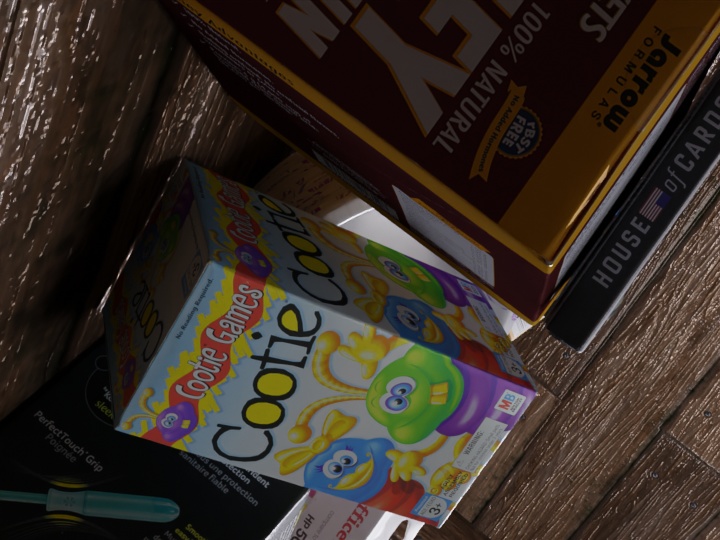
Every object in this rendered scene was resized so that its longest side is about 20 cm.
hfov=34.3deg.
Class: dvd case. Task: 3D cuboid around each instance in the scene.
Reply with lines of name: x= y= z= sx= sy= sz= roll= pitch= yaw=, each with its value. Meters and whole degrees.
dvd case: x=0.153 y=-0.049 z=0.560 sx=0.152 sy=0.025 sz=0.200 roll=-59 pitch=170 yaw=20

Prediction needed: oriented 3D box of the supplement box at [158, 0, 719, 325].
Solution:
supplement box: x=0.036 y=-0.098 z=0.492 sx=0.134 sy=0.196 sz=0.200 roll=-53 pitch=170 yaw=-3

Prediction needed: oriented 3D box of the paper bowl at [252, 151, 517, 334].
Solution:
paper bowl: x=0.000 y=0.000 z=0.746 sx=0.197 sy=0.105 sz=0.203 roll=-14 pitch=131 yaw=-16

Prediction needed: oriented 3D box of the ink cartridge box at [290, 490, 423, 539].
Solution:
ink cartridge box: x=-0.040 y=0.167 z=0.968 sx=0.129 sy=0.199 sz=0.125 roll=-56 pitch=168 yaw=15

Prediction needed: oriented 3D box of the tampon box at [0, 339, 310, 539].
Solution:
tampon box: x=-0.151 y=0.166 z=0.640 sx=0.200 sy=0.149 sz=0.127 roll=-44 pitch=165 yaw=-38

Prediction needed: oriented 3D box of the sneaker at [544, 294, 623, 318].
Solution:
sneaker: x=0.117 y=0.012 z=0.832 sx=0.074 sy=0.200 sz=0.108 roll=-13 pitch=120 yaw=-21

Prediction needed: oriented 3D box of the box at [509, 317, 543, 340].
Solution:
box: x=0.123 y=-0.037 z=1.048 sx=0.118 sy=0.200 sz=0.042 roll=-34 pitch=133 yaw=-7

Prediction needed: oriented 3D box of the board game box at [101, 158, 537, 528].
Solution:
board game box: x=-0.023 y=0.042 z=0.620 sx=0.104 sy=0.198 sz=0.105 roll=-57 pitch=-150 yaw=21
